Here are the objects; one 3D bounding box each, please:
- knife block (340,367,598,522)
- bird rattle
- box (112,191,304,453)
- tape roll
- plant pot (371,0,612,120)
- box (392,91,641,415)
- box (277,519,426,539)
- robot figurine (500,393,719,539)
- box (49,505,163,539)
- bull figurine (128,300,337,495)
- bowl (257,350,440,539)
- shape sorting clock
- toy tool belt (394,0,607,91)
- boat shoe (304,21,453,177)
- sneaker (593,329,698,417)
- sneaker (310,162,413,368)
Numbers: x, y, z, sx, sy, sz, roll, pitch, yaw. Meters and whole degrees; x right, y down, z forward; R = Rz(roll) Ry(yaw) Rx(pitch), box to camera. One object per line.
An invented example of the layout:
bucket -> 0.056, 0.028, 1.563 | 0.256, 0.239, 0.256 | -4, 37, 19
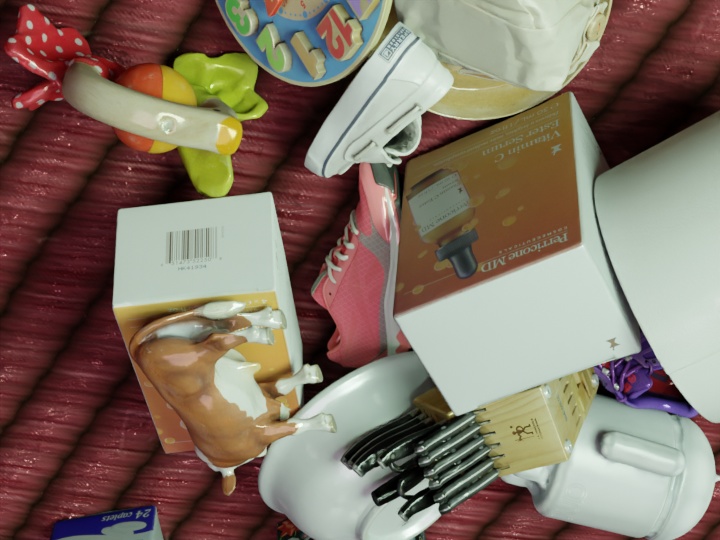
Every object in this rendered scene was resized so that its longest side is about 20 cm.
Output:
knife block -> 0.085, 0.118, 1.073 | 0.173, 0.200, 0.065 | -16, 105, 26
bird rattle -> -0.160, -0.132, 0.993 | 0.198, 0.163, 0.114 | 22, 97, -25
box -> -0.115, 0.046, 1.080 | 0.122, 0.098, 0.201 | -6, 141, 1
tape roll -> 0.275, -0.010, 0.981 | 0.138, 0.204, 0.203 | -27, 118, 24
plant pot -> 0.092, -0.213, 1.032 | 0.197, 0.028, 0.203 | -1, 119, -2
box -> 0.116, -0.016, 1.024 | 0.151, 0.201, 0.107 | -22, 123, 20
box -> -0.006, 0.275, 1.189 | 0.135, 0.201, 0.040 | -24, 118, 8
robot figurine -> 0.224, 0.171, 1.191 | 0.197, 0.170, 0.115 | 13, 77, -4
box -> -0.221, 0.351, 1.216 | 0.103, 0.201, 0.186 | -8, 119, 2
bull figurine -> -0.092, 0.094, 1.014 | 0.120, 0.066, 0.201 | -20, 140, 11
bowl -> 0.020, 0.169, 1.142 | 0.199, 0.091, 0.202 | -25, 146, -18
shape sorting clock -> -0.050, -0.227, 0.940 | 0.039, 0.198, 0.203 | -28, 129, -41
toy tool belt -> 0.086, -0.207, 0.956 | 0.198, 0.123, 0.126 | 26, 147, 31
boat shoe -> 0.015, -0.110, 1.004 | 0.065, 0.072, 0.200 | 38, 150, -2
sneaker -> 0.213, 0.069, 1.160 | 0.197, 0.084, 0.081 | 19, 115, -12
sneaker -> 0.000, 0.000, 1.115 | 0.085, 0.074, 0.203 | -3, 118, 2
